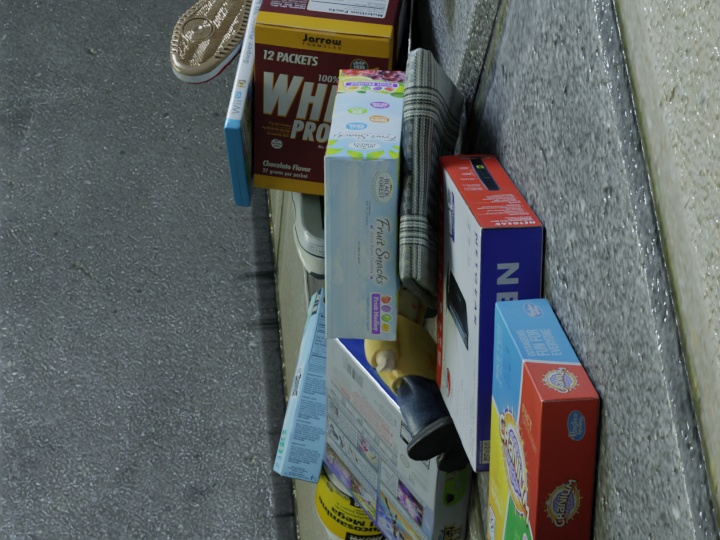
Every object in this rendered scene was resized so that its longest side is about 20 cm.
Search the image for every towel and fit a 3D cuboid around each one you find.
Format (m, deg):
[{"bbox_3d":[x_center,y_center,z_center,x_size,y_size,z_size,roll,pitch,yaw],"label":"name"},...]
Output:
[{"bbox_3d":[0.062,-0.072,1.507,0.200,0.034,0.194,41,-129,-79],"label":"towel"}]

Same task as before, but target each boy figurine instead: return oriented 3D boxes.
[{"bbox_3d":[0.054,0.083,1.580,0.064,0.124,0.201,-41,44,25],"label":"boy figurine"}]

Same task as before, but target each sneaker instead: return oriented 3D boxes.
[{"bbox_3d":[-0.142,-0.233,1.813,0.113,0.071,0.201,97,-169,-50],"label":"sneaker"},{"bbox_3d":[-0.046,-0.077,1.847,0.071,0.072,0.201,104,172,-46],"label":"sneaker"}]

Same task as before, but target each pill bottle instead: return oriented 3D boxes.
[{"bbox_3d":[0.006,0.241,1.999,0.200,0.111,0.113,98,167,-59],"label":"pill bottle"}]

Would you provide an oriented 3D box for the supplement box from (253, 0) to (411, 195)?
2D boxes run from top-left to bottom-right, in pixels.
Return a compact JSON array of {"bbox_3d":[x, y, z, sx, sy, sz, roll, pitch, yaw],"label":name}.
[{"bbox_3d":[-0.026,-0.212,1.790,0.201,0.132,0.198,-77,-8,-49],"label":"supplement box"}]

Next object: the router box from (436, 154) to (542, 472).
[{"bbox_3d":[0.099,0.029,1.402,0.180,0.048,0.202,-111,20,-69],"label":"router box"}]

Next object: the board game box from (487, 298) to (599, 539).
[{"bbox_3d":[0.126,0.143,1.257,0.153,0.040,0.202,-108,17,-65],"label":"board game box"}]

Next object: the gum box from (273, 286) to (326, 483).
[{"bbox_3d":[-0.050,0.125,1.918,0.170,0.044,0.202,140,143,-83],"label":"gum box"}]

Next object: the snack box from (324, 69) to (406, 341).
[{"bbox_3d":[0.006,-0.060,1.528,0.200,0.067,0.170,-81,-8,-62],"label":"snack box"}]

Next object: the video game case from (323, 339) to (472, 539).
[{"bbox_3d":[0.033,0.174,1.716,0.200,0.045,0.182,47,145,40],"label":"video game case"}]

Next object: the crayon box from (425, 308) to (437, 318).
[{"bbox_3d":[0.057,-0.040,1.711,0.200,0.050,0.128,107,160,-72],"label":"crayon box"}]

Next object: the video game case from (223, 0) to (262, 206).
[{"bbox_3d":[-0.106,-0.186,1.782,0.143,0.018,0.201,89,-171,-61],"label":"video game case"}]
